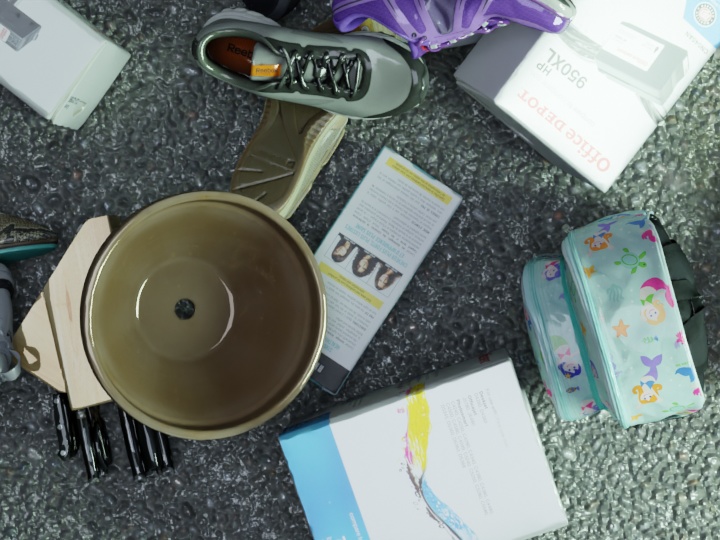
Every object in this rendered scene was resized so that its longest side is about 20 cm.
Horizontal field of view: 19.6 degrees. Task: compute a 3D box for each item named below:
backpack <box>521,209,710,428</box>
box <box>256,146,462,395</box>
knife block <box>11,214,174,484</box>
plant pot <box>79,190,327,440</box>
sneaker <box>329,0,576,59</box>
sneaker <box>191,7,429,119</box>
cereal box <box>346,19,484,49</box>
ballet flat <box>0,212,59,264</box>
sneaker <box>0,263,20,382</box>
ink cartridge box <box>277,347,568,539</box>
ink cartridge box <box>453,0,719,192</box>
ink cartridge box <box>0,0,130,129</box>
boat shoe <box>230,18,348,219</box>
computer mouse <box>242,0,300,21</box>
[{"bbox_3d":[0.211,0.042,1.683,0.150,0.200,0.178,-15,91,2],"label":"backpack"},{"bbox_3d":[0.000,0.000,1.764,0.082,0.049,0.200,34,92,1],"label":"box"},{"bbox_3d":[-0.203,0.076,1.765,0.175,0.064,0.200,32,92,0],"label":"knife block"},{"bbox_3d":[-0.134,0.034,1.700,0.200,0.093,0.201,-1,92,-16],"label":"plant pot"},{"bbox_3d":[0.072,-0.206,1.644,0.200,0.081,0.084,9,97,17],"label":"sneaker"},{"bbox_3d":[-0.043,-0.161,1.683,0.200,0.079,0.074,11,107,11],"label":"sneaker"},{"bbox_3d":[0.081,-0.259,1.720,0.200,0.040,0.144,-12,113,-9],"label":"cereal box"},{"bbox_3d":[-0.359,-0.018,1.770,0.200,0.068,0.075,-22,81,6],"label":"ballet flat"},{"bbox_3d":[-0.374,0.071,1.715,0.200,0.075,0.115,-20,58,0],"label":"sneaker"},{"bbox_3d":[0.053,0.165,1.717,0.200,0.147,0.146,-19,90,3],"label":"ink cartridge box"},{"bbox_3d":[0.197,-0.188,1.710,0.145,0.084,0.200,36,93,-29],"label":"ink cartridge box"},{"bbox_3d":[-0.298,-0.211,1.721,0.200,0.144,0.084,39,92,0],"label":"ink cartridge box"},{"bbox_3d":[-0.048,-0.122,1.757,0.072,0.065,0.200,23,73,11],"label":"boat shoe"},{"bbox_3d":[-0.069,-0.309,1.738,0.053,0.138,0.200,-12,102,-36],"label":"computer mouse"}]
